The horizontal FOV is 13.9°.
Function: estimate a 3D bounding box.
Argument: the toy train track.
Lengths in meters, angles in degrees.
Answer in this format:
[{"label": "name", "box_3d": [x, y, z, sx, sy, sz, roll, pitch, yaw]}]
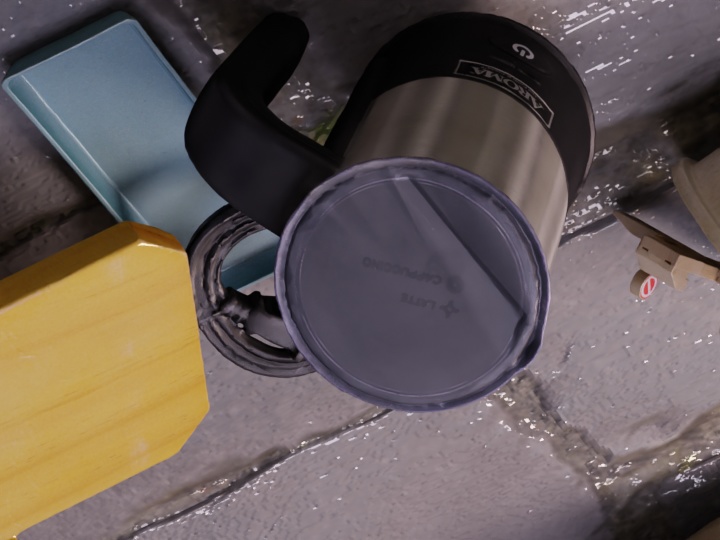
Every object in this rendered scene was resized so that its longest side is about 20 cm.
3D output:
[{"label": "toy train track", "box_3d": [0.191, 0.016, 1.511, 0.200, 0.114, 0.033, 16, 104, -56]}]

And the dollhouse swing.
[{"label": "dollhouse swing", "box_3d": [-0.198, 0.031, 1.402, 0.176, 0.181, 0.201, -40, 149, -24]}]

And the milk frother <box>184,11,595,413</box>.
[{"label": "milk frother", "box_3d": [0.000, 0.000, 1.324, 0.179, 0.188, 0.201, 14, 115, 5]}]

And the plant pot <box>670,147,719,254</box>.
[{"label": "plant pot", "box_3d": [0.284, -0.038, 1.422, 0.183, 0.201, 0.200, -43, 135, 13]}]

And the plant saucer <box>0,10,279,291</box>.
[{"label": "plant saucer", "box_3d": [-0.093, -0.051, 1.390, 0.070, 0.019, 0.200, -25, 141, 10]}]

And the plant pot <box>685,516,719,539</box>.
[{"label": "plant pot", "box_3d": [0.253, 0.205, 1.706, 0.200, 0.200, 0.135, 23, 95, -38]}]
